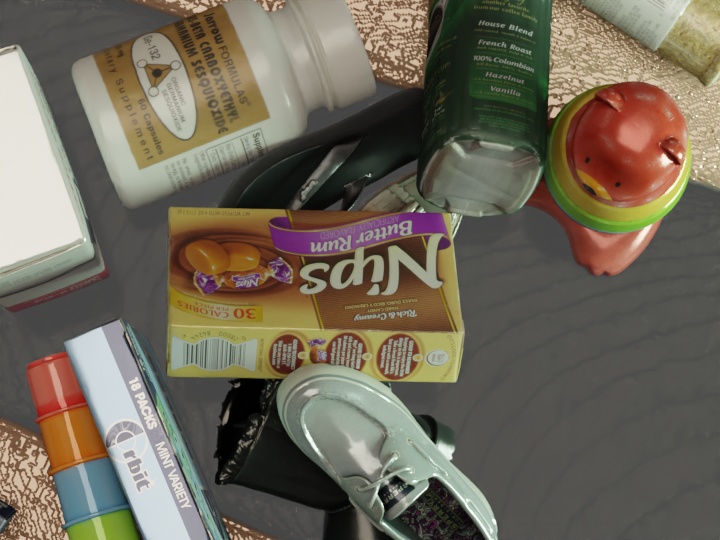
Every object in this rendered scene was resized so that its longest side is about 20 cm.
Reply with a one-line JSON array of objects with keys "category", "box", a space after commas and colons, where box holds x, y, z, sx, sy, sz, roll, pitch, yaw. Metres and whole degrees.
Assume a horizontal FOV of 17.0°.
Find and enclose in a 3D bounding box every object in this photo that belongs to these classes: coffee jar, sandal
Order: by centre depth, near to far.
[{"category": "coffee jar", "box": [0.090, -0.146, 1.706, 0.085, 0.104, 0.201, 9, 60, -8]}, {"category": "sandal", "box": [-0.021, -0.066, 1.724, 0.200, 0.076, 0.043, -33, 54, -14]}]

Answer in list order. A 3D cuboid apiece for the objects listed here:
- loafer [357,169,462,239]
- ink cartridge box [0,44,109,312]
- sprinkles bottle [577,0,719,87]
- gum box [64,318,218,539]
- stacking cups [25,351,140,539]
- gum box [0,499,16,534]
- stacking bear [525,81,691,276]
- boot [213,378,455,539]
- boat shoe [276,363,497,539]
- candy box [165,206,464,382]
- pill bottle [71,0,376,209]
[{"category": "loafer", "box": [0.000, 0.000, 1.738, 0.200, 0.063, 0.072, -43, 85, -6]}, {"category": "ink cartridge box", "box": [-0.241, -0.059, 1.669, 0.084, 0.200, 0.145, -20, 85, -4]}, {"category": "sprinkles bottle", "box": [0.192, -0.215, 1.767, 0.200, 0.068, 0.068, 34, 84, 2]}, {"category": "gum box", "box": [-0.140, 0.126, 1.643, 0.044, 0.200, 0.170, -22, 85, -3]}, {"category": "stacking cups", "box": [-0.196, 0.159, 1.721, 0.060, 0.061, 0.201, -19, 81, -4]}, {"category": "gum box", "box": [-0.372, 0.184, 1.695, 0.200, 0.045, 0.170, 35, 95, -1]}, {"category": "stacking bear", "box": [0.179, -0.080, 1.684, 0.114, 0.200, 0.121, -44, 86, -6]}, {"category": "boot", "box": [-0.030, 0.158, 1.684, 0.162, 0.073, 0.199, 26, 76, -28]}, {"category": "boat shoe", "box": [0.026, 0.139, 1.626, 0.070, 0.072, 0.201, -44, 115, 8]}, {"category": "candy box", "box": [-0.033, 0.016, 1.651, 0.199, 0.057, 0.117, 1, 46, -4]}, {"category": "pill bottle", "box": [-0.096, -0.130, 1.725, 0.199, 0.114, 0.115, -22, 85, -4]}]
